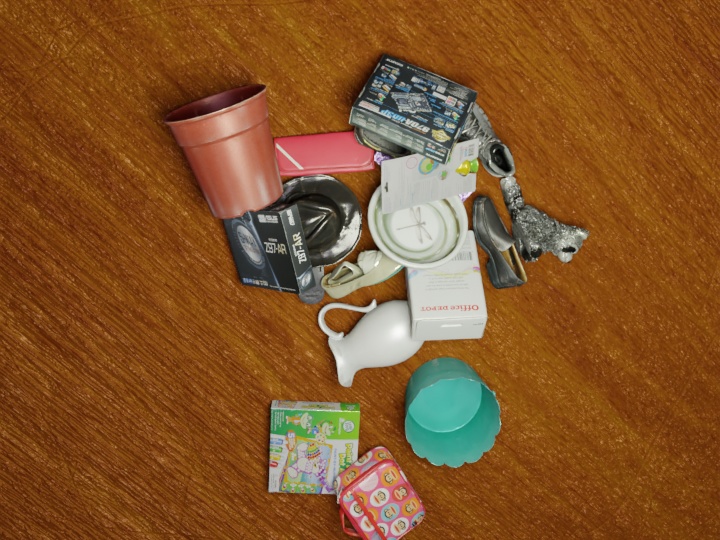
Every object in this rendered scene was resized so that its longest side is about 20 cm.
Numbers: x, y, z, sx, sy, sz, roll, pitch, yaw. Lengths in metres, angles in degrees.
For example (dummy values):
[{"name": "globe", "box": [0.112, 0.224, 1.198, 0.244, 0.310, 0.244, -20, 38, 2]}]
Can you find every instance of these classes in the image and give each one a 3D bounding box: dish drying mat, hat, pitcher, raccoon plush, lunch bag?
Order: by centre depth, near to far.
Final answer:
[{"name": "hat", "box": [-0.095, -0.099, 1.422, 0.195, 0.081, 0.206, 0, 86, 2]}, {"name": "dish drying mat", "box": [-0.070, -0.228, 1.441, 0.195, 0.018, 0.079, -3, 90, 5]}, {"name": "raccoon plush", "box": [0.373, -0.108, 1.475, 0.131, 0.097, 0.204, -19, 105, -5]}, {"name": "pitcher", "box": [0.021, 0.121, 1.511, 0.197, 0.121, 0.174, -27, 92, 17]}, {"name": "lunch bag", "box": [0.030, 0.503, 1.602, 0.175, 0.082, 0.202, -34, 114, -6]}]

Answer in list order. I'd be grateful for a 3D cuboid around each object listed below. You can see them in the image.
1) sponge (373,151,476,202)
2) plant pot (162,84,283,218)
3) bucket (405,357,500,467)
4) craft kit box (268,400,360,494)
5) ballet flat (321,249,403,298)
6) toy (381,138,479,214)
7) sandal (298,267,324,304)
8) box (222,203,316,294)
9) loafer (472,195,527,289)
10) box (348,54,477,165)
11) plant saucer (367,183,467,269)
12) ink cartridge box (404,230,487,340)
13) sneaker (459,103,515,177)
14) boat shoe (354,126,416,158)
[{"name": "sponge", "box": [0.127, -0.194, 1.468, 0.111, 0.030, 0.200, -44, 102, 9]}, {"name": "plant pot", "box": [-0.238, -0.216, 1.371, 0.196, 0.202, 0.199, -16, 113, 2]}, {"name": "bucket", "box": [0.185, 0.291, 1.546, 0.202, 0.135, 0.212, 0, 105, -1]}, {"name": "craft kit box", "box": [-0.101, 0.386, 1.608, 0.193, 0.049, 0.205, 1, 105, -6]}, {"name": "ballet flat", "box": [0.000, 0.000, 1.458, 0.198, 0.070, 0.070, -28, 106, 33]}, {"name": "toy", "box": [0.125, -0.185, 1.392, 0.196, 0.048, 0.117, -13, 131, -12]}, {"name": "sandal", "box": [-0.103, -0.029, 1.495, 0.074, 0.043, 0.205, -9, 105, 0]}, {"name": "box", "box": [-0.178, -0.046, 1.416, 0.043, 0.198, 0.164, -28, 114, -38]}, {"name": "loafer", "box": [0.282, -0.058, 1.479, 0.073, 0.071, 0.203, -40, 116, -36]}, {"name": "box", "box": [0.099, -0.299, 1.357, 0.197, 0.161, 0.046, 24, 148, 7]}, {"name": "plant saucer", "box": [0.107, -0.090, 1.425, 0.195, 0.050, 0.205, 4, 67, -8]}, {"name": "ink cartridge box", "box": [0.161, 0.030, 1.441, 0.141, 0.203, 0.085, -2, 145, -2]}, {"name": "sneaker", "box": [0.232, -0.257, 1.411, 0.200, 0.116, 0.075, 43, 100, -13]}, {"name": "boat shoe", "box": [0.085, -0.240, 1.403, 0.197, 0.061, 0.073, 12, 98, -9]}]
